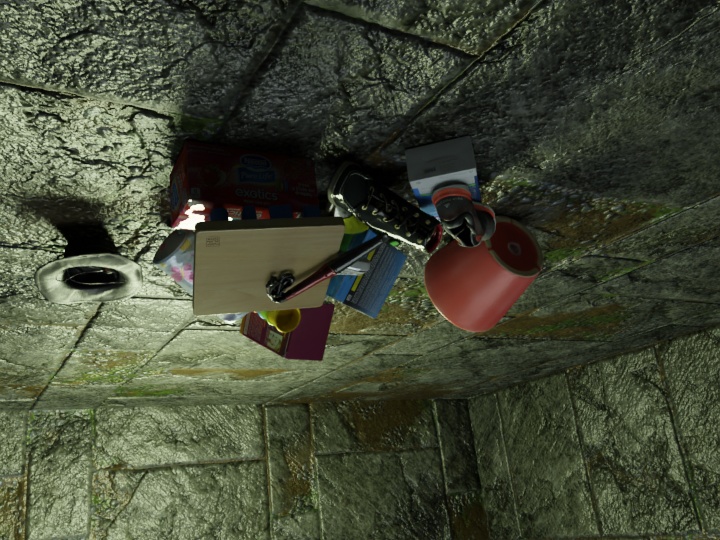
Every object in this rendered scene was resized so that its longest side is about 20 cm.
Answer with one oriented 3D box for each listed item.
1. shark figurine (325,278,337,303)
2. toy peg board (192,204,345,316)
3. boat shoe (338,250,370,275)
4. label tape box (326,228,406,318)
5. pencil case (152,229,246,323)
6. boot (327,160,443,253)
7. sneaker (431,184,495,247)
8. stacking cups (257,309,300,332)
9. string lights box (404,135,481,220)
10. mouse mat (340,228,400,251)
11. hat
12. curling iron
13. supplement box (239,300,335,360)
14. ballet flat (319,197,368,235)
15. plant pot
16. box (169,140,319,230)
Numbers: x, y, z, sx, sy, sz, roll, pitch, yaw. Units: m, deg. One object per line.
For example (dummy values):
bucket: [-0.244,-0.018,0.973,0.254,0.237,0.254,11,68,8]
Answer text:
shark figurine: [-0.072,-0.005,1.413,0.089,0.128,0.214,19,178,0]
toy peg board: [-0.145,-0.034,0.993,0.200,0.098,0.199,-4,144,-18]
boat shoe: [-0.083,-0.005,1.181,0.200,0.066,0.072,7,-170,5]
label tape box: [0.000,0.000,1.303,0.063,0.144,0.200,26,177,28]
pencil case: [-0.278,0.010,1.238,0.091,0.083,0.200,-36,123,16]
boot: [0.044,-0.096,1.060,0.154,0.074,0.204,29,179,20]
sneaker: [0.168,-0.068,1.096,0.077,0.082,0.200,-17,159,26]
stacking cups: [-0.197,0.065,1.403,0.060,0.061,0.200,9,-169,-38]
string lights box: [0.141,-0.137,1.107,0.103,0.059,0.200,-10,161,10]
mouse mat: [-0.037,-0.048,1.383,0.200,0.008,0.161,-18,159,26]
hat: [-0.489,-0.011,1.225,0.200,0.081,0.201,-12,156,-5]
curling iron: [-0.048,-0.003,0.965,0.200,0.026,0.050,-24,148,12]
supplement box: [-0.163,0.105,1.478,0.103,0.131,0.200,11,-175,-39]
ballet flat: [-0.069,-0.101,1.146,0.200,0.067,0.067,3,130,-23]
plant pot: [0.255,-0.003,1.360,0.200,0.201,0.177,4,148,-29]
box: [-0.172,-0.114,1.006,0.200,0.096,0.100,3,157,-29]
